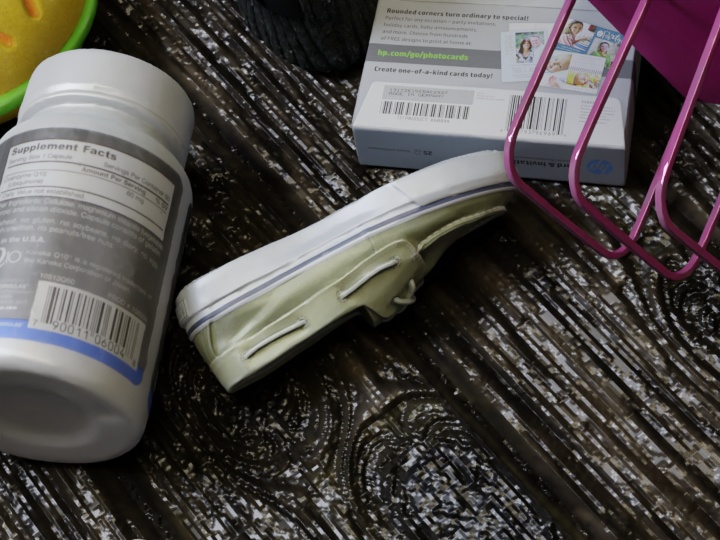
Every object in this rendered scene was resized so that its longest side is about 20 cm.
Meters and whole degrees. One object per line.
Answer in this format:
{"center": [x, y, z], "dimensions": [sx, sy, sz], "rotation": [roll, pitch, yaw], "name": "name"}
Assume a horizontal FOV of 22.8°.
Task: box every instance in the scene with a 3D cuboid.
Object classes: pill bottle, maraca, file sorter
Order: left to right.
{"center": [-0.240, -0.130, 1.041], "dimensions": [0.137, 0.107, 0.200], "rotation": [31, 67, 27], "name": "maraca"}
{"center": [-0.151, -0.011, 0.948], "dimensions": [0.113, 0.114, 0.201], "rotation": [3, 58, 10], "name": "pill bottle"}
{"center": [0.191, -0.060, 0.873], "dimensions": [0.199, 0.139, 0.126], "rotation": [15, 77, 44], "name": "file sorter"}

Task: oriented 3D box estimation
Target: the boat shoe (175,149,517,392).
{"center": [0.000, 0.000, 0.957], "dimensions": [0.199, 0.072, 0.062], "rotation": [-26, 82, -5], "name": "boat shoe"}

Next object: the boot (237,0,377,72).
{"center": [-0.069, -0.226, 1.048], "dimensions": [0.079, 0.158, 0.212], "rotation": [-27, 60, 4], "name": "boot"}

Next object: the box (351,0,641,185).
{"center": [0.088, -0.147, 1.044], "dimensions": [0.155, 0.041, 0.201], "rotation": [5, 60, 10], "name": "box"}
